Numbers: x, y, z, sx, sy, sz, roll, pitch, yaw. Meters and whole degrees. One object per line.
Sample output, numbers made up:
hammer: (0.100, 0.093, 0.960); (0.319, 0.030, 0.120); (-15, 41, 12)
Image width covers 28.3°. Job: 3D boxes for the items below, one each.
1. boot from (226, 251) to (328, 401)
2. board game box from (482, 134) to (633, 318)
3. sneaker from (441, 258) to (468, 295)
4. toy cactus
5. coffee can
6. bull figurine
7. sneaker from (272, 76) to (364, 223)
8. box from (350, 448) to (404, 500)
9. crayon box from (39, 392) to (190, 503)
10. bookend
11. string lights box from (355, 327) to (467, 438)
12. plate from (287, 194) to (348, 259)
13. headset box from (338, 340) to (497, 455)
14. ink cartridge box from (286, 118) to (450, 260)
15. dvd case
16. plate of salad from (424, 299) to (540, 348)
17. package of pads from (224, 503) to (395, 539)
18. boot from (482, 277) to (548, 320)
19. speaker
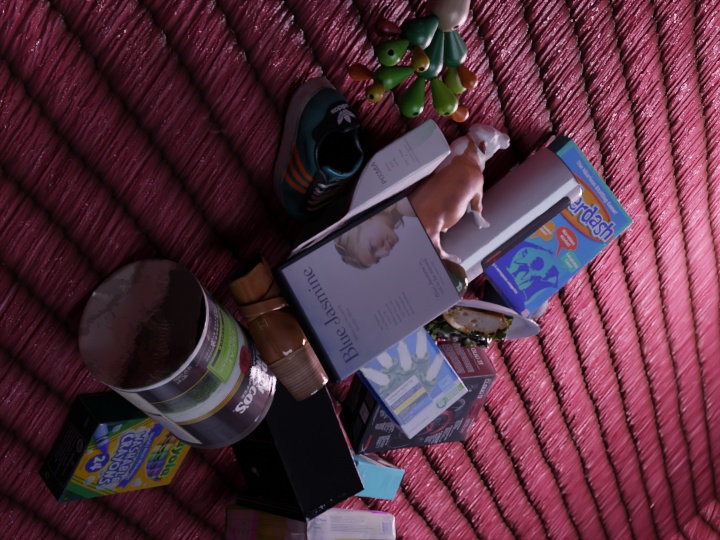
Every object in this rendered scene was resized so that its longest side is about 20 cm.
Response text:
boot: (-0.092, 0.051, 1.610); (0.077, 0.155, 0.200); (-29, -170, 14)
board game box: (0.241, -0.057, 1.887); (0.200, 0.045, 0.152); (-42, 110, -4)
sneaker: (0.033, 0.035, 1.645); (0.200, 0.090, 0.067); (5, 139, -18)
toy cactus: (0.074, -0.244, 1.517); (0.200, 0.102, 0.165); (13, 100, -52)
coffee can: (-0.194, 0.094, 1.539); (0.146, 0.146, 0.200); (-42, 150, -3)
bull figurine: (0.108, -0.086, 1.706); (0.200, 0.065, 0.122); (-44, 133, -22)
sneaker: (-0.042, -0.110, 1.529); (0.071, 0.080, 0.200); (-28, 149, -26)
box: (-0.010, 0.284, 2.023); (0.049, 0.082, 0.200); (-67, 158, -2)
crayon box: (-0.264, 0.201, 1.685); (0.200, 0.052, 0.126); (-3, 131, -49)
bookend: (-0.111, 0.198, 1.799); (0.092, 0.199, 0.200); (-25, 101, -28)
string lights box: (0.041, 0.109, 1.836); (0.103, 0.059, 0.200); (-39, 119, -7)
plate: (0.000, 0.000, 1.711); (0.200, 0.026, 0.201); (-15, 121, -27)
headset box: (0.088, 0.174, 1.991); (0.200, 0.075, 0.149); (-4, 137, -24)
ink cartridge box: (-0.003, -0.087, 1.579); (0.200, 0.050, 0.161); (-30, 179, -7)
dvd case: (0.010, 0.017, 1.582); (0.200, 0.143, 0.018); (-32, -174, -32)
plate of salad: (0.138, 0.076, 1.890); (0.200, 0.200, 0.048); (31, 63, -59)
package of pads: (-0.072, 0.343, 1.874); (0.154, 0.200, 0.068); (9, 79, -37)
boot: (0.252, -0.012, 2.003); (0.200, 0.076, 0.168); (-27, 143, -14)
speaker: (0.178, -0.066, 1.802); (0.200, 0.081, 0.081); (-37, 149, -5)
